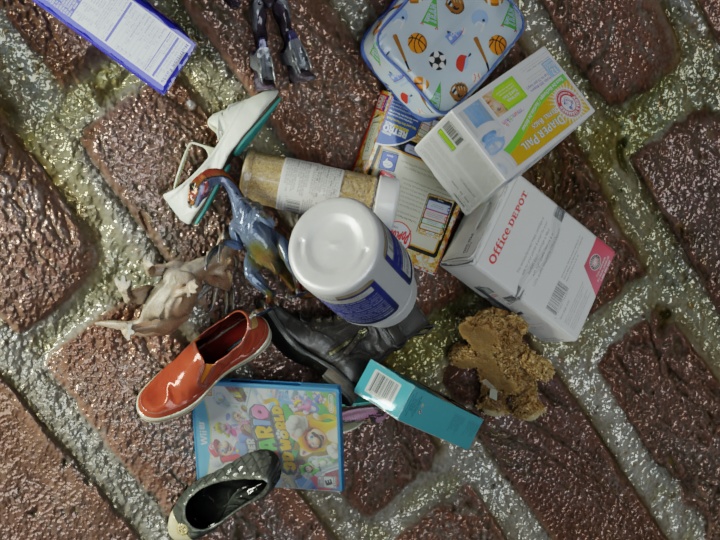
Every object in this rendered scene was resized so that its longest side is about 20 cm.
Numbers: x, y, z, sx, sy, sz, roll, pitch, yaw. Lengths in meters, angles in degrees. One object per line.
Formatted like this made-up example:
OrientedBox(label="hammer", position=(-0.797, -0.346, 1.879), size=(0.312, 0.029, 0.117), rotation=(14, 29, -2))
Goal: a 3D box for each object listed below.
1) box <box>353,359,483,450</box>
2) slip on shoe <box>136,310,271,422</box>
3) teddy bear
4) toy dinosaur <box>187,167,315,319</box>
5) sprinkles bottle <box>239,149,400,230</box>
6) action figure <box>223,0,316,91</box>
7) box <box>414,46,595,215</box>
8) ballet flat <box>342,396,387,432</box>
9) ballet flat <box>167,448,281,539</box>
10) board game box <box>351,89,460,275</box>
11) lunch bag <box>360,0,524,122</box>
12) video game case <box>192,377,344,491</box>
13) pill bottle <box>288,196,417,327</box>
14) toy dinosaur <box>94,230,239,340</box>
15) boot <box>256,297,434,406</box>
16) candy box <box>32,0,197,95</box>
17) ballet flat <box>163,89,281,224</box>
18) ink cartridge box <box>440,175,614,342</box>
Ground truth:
OrientedBox(label="box", position=(0.080, 0.178, 1.676), size=(0.199, 0.082, 0.050), rotation=(30, 89, -54))
OrientedBox(label="slip on shoe", position=(-0.204, 0.117, 1.609), size=(0.199, 0.074, 0.061), rotation=(-36, 146, 1))
OrientedBox(label="teddy bear", position=(0.194, 0.127, 1.736), size=(0.201, 0.144, 0.067), rotation=(58, 46, -24))
OrientedBox(label="toy dinosaur", position=(-0.140, -0.038, 1.566), size=(0.104, 0.200, 0.183), rotation=(-26, 83, 9))
OrientedBox(label="sprinkles bottle", position=(-0.051, -0.100, 1.593), size=(0.197, 0.068, 0.069), rotation=(11, 99, -1))
OrientedBox(label="action figure", position=(-0.111, -0.326, 1.553), size=(0.128, 0.069, 0.203), rotation=(-15, 104, -9))
OrientedBox(label="box", position=(0.184, -0.178, 1.611), size=(0.199, 0.101, 0.113), rotation=(-38, 88, -34))
OrientedBox(label="ballet flat", position=(-0.051, 0.190, 1.699), size=(0.197, 0.069, 0.072), rotation=(-1, 122, -19))
OrientedBox(label="ballet flat", position=(-0.182, 0.294, 1.646), size=(0.199, 0.057, 0.067), rotation=(-39, 100, 24))
OrientedBox(label="board game box", position=(0.063, -0.114, 1.670), size=(0.150, 0.046, 0.202), rotation=(20, 96, -21))
OrientedBox(label="lunch bag", position=(0.103, -0.302, 1.608), size=(0.160, 0.075, 0.200), rotation=(44, 73, -11))
OrientedBox(label="video game case", position=(-0.120, 0.211, 1.645), size=(0.197, 0.018, 0.145), rotation=(2, 108, 12))
OrientedBox(label="pill bottle", position=(0.000, 0.000, 1.553), size=(0.120, 0.119, 0.200), rotation=(-49, 154, -2))
OrientedBox(label="toy dinosaur", position=(-0.230, 0.037, 1.596), size=(0.199, 0.086, 0.135), rotation=(-38, 157, 14))
OrientedBox(label="boot", position=(-0.020, 0.060, 1.677), size=(0.200, 0.069, 0.174), rotation=(43, 72, -5))
OrientedBox(label="candy box", position=(-0.291, -0.296, 1.445), size=(0.199, 0.169, 0.077), rotation=(36, 94, -23))
OrientedBox(label="ballet flat", position=(-0.176, -0.153, 1.578), size=(0.069, 0.069, 0.201), rotation=(34, 91, -22))
OrientedBox(label="ink cartridge box", position=(0.224, -0.016, 1.708), size=(0.199, 0.084, 0.147), rotation=(36, 71, -24))
